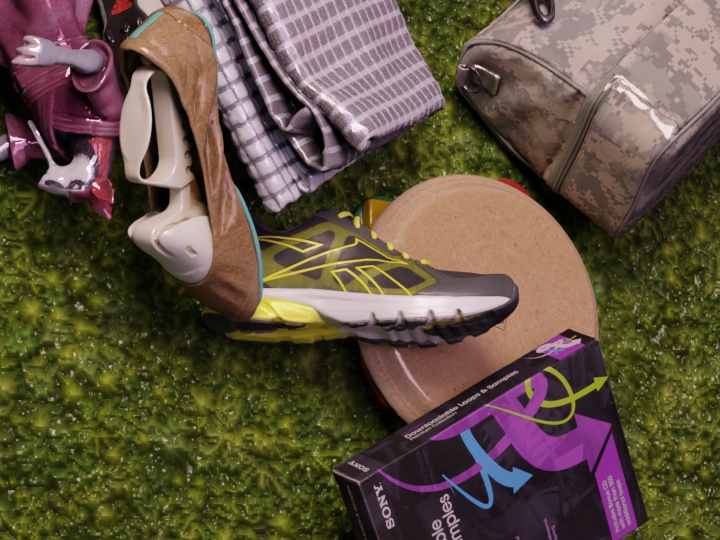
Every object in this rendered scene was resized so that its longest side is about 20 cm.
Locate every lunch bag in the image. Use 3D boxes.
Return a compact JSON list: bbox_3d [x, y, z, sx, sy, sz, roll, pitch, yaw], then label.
[{"bbox_3d":[0.181,-0.149,1.613,0.168,0.139,0.200,40,59,11],"label":"lunch bag"}]

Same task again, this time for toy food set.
[{"bbox_3d":[0.079,0.029,1.562,0.200,0.049,0.198,8,74,-28],"label":"toy food set"}]

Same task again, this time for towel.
[{"bbox_3d":[-0.030,-0.144,1.471,0.166,0.086,0.200,63,24,-5],"label":"towel"}]

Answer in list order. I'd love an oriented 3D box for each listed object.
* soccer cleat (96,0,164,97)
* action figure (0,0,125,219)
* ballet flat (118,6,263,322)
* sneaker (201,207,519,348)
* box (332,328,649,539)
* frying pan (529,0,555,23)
[{"bbox_3d":[-0.132,-0.177,1.486,0.073,0.068,0.200,16,61,-56],"label":"soccer cleat"},{"bbox_3d":[-0.187,-0.123,1.414,0.149,0.134,0.200,-22,86,-48],"label":"action figure"},{"bbox_3d":[-0.109,-0.055,1.384,0.072,0.068,0.200,-29,118,-46],"label":"ballet flat"},{"bbox_3d":[0.000,0.000,1.465,0.200,0.074,0.085,1,75,1],"label":"sneaker"},{"bbox_3d":[0.087,0.146,1.506,0.200,0.036,0.143,-29,114,-24],"label":"box"},{"bbox_3d":[0.104,-0.247,1.608,0.115,0.031,0.190,18,43,9],"label":"frying pan"}]
